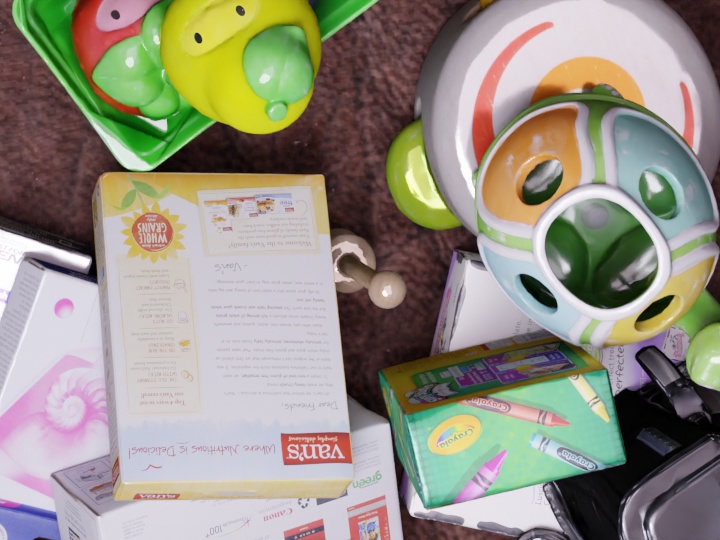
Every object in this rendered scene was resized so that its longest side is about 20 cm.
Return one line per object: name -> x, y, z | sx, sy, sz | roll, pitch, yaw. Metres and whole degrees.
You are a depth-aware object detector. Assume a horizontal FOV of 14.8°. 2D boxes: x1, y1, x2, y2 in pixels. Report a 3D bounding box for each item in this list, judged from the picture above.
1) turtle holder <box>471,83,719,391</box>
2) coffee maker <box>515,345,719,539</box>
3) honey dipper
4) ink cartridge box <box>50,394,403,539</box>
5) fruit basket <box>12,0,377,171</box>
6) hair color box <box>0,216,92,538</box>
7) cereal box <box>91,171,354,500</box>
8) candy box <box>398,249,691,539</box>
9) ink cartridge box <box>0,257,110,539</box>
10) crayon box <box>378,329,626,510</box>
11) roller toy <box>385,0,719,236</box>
turtle holder -> 0.142, -0.008, 1.597 | 0.140, 0.132, 0.186 | -16, 104, 6
coffee maker -> 0.189, 0.154, 1.648 | 0.134, 0.200, 0.192 | 35, 92, -9
honey dipper -> 0.000, 0.000, 1.684 | 0.038, 0.200, 0.038 | -1, 95, -9
ink cartridge box -> -0.076, 0.189, 1.721 | 0.199, 0.084, 0.176 | -16, 112, -24
fruit basket -> -0.090, -0.156, 1.660 | 0.215, 0.216, 0.156 | -37, 99, 0
hair color box -> -0.249, 0.065, 1.741 | 0.109, 0.065, 0.201 | 18, 97, -7
cereal box -> -0.084, 0.039, 1.666 | 0.143, 0.040, 0.201 | 1, 68, -16
candy box -> 0.139, 0.090, 1.772 | 0.199, 0.072, 0.169 | 13, 96, -7
ink cartridge box -> -0.152, 0.112, 1.728 | 0.196, 0.043, 0.201 | 17, 94, -32
crayon box -> 0.080, 0.084, 1.629 | 0.118, 0.200, 0.059 | -13, 96, -2
roller toy -> 0.129, -0.095, 1.715 | 0.182, 0.140, 0.201 | 24, 94, -7
